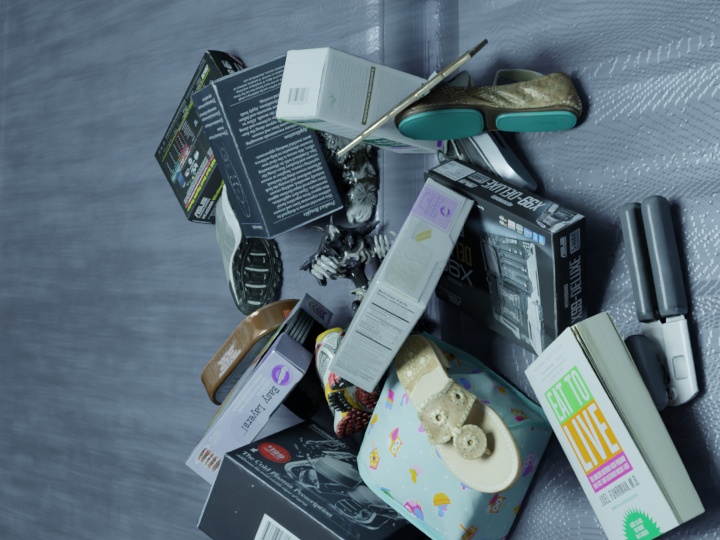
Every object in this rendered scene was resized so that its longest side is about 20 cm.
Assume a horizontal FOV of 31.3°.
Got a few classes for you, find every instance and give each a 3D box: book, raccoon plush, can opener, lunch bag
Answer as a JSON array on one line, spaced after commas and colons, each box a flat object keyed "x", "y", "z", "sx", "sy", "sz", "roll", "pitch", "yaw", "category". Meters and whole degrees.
[{"x": 0.236, "y": 0.159, "z": 1.221, "sx": 0.202, "sy": 0.047, "sz": 0.134, "roll": 64, "pitch": 155, "yaw": 16, "category": "book"}, {"x": -0.045, "y": -0.163, "z": 1.631, "sx": 0.133, "sy": 0.095, "sz": 0.204, "roll": 7, "pitch": 92, "yaw": 59, "category": "raccoon plush"}, {"x": 0.276, "y": 0.031, "z": 1.222, "sx": 0.053, "sy": 0.066, "sz": 0.204, "roll": -17, "pitch": 78, "yaw": 47, "category": "can opener"}, {"x": 0.090, "y": 0.182, "z": 1.393, "sx": 0.199, "sy": 0.121, "sz": 0.173, "roll": 35, "pitch": 113, "yaw": 40, "category": "lunch bag"}]

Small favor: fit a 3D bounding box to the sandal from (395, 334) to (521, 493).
[{"x": 0.076, "y": 0.138, "z": 1.282, "sx": 0.078, "sy": 0.069, "sz": 0.212, "roll": -52, "pitch": 44, "yaw": 17, "category": "sandal"}]

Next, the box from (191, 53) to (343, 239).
[{"x": -0.119, "y": -0.151, "z": 1.610, "sx": 0.203, "sy": 0.106, "sz": 0.148, "roll": 70, "pitch": 165, "yaw": -8, "category": "box"}]

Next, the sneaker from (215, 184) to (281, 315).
[{"x": -0.160, "y": -0.027, "z": 1.774, "sx": 0.079, "sy": 0.073, "sz": 0.203, "roll": -46, "pitch": 46, "yaw": 49, "category": "sneaker"}]

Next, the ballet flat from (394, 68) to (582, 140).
[{"x": 0.133, "y": -0.179, "z": 1.360, "sx": 0.071, "sy": 0.196, "sz": 0.066, "roll": 88, "pitch": 180, "yaw": -67, "category": "ballet flat"}]

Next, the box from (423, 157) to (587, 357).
[{"x": 0.151, "y": -0.012, "z": 1.342, "sx": 0.199, "sy": 0.049, "sz": 0.160, "roll": 32, "pitch": 137, "yaw": 46, "category": "box"}]

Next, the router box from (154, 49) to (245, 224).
[{"x": -0.211, "y": -0.191, "z": 1.854, "sx": 0.201, "sy": 0.061, "sz": 0.151, "roll": -57, "pitch": 45, "yaw": 29, "category": "router box"}]

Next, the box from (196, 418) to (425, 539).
[{"x": -0.047, "y": 0.278, "z": 1.456, "sx": 0.199, "sy": 0.181, "sz": 0.105, "roll": 31, "pitch": 110, "yaw": 23, "category": "box"}]

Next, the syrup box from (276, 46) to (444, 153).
[{"x": 0.008, "y": -0.191, "z": 1.474, "sx": 0.078, "sy": 0.198, "sz": 0.083, "roll": 7, "pitch": 86, "yaw": 50, "category": "syrup box"}]

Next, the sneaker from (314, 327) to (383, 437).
[{"x": -0.009, "y": 0.130, "z": 1.499, "sx": 0.201, "sy": 0.077, "sz": 0.083, "roll": 80, "pitch": 167, "yaw": -60, "category": "sneaker"}]

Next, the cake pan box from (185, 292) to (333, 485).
[{"x": -0.115, "y": 0.136, "z": 1.529, "sx": 0.201, "sy": 0.052, "sz": 0.185, "roll": -52, "pitch": 7, "yaw": 23, "category": "cake pan box"}]

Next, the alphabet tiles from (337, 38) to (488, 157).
[{"x": 0.062, "y": -0.187, "z": 1.340, "sx": 0.166, "sy": 0.200, "sz": 0.008, "roll": -36, "pitch": 96, "yaw": 20, "category": "alphabet tiles"}]

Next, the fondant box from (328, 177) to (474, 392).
[{"x": 0.041, "y": 0.019, "z": 1.342, "sx": 0.145, "sy": 0.058, "sz": 0.201, "roll": -63, "pitch": 2, "yaw": -34, "category": "fondant box"}]

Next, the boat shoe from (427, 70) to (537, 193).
[{"x": 0.120, "y": -0.138, "z": 1.432, "sx": 0.068, "sy": 0.073, "sz": 0.200, "roll": -44, "pitch": 61, "yaw": 20, "category": "boat shoe"}]

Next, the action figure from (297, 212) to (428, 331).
[{"x": 0.000, "y": 0.000, "z": 1.519, "sx": 0.201, "sy": 0.118, "sz": 0.102, "roll": 56, "pitch": 166, "yaw": 23, "category": "action figure"}]

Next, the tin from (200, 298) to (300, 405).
[{"x": -0.132, "y": 0.111, "z": 1.681, "sx": 0.200, "sy": 0.111, "sz": 0.042, "roll": -49, "pitch": 51, "yaw": 36, "category": "tin"}]

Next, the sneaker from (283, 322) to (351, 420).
[{"x": -0.048, "y": 0.125, "z": 1.615, "sx": 0.105, "sy": 0.060, "sz": 0.200, "roll": -52, "pitch": 3, "yaw": -17, "category": "sneaker"}]
